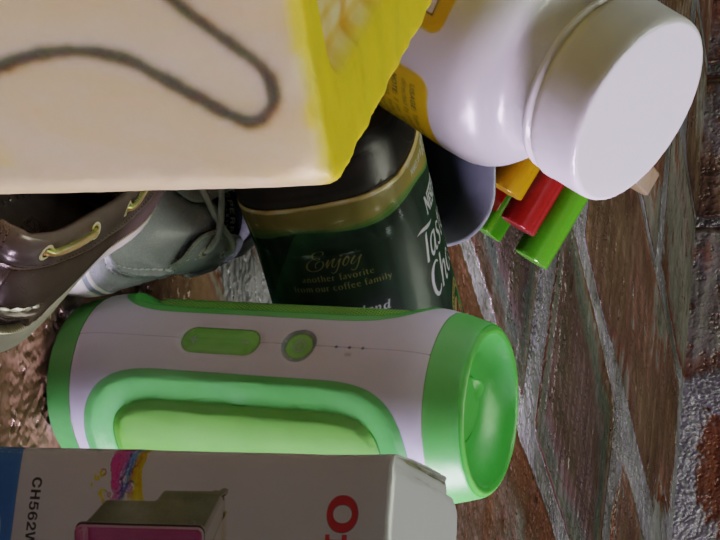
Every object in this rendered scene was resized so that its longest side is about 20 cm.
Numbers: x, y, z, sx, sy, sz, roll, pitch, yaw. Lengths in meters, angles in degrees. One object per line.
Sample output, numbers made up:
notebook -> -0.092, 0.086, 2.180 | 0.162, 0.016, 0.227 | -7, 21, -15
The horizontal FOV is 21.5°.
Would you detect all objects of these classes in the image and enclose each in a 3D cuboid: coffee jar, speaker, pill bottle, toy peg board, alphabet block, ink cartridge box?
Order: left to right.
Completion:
alphabet block -> -0.093, -0.151, 0.659 | 0.197, 0.198, 0.197 | -66, 151, -54
ink cartridge box -> -0.070, 0.143, 0.724 | 0.085, 0.198, 0.146 | 41, 50, -68
speaker -> -0.035, 0.055, 0.833 | 0.088, 0.198, 0.090 | 2, 90, -66
coffee jar -> 0.000, 0.000, 0.902 | 0.105, 0.084, 0.202 | -72, 151, -58
toy peg board -> 0.065, -0.094, 1.241 | 0.098, 0.199, 0.199 | -59, 150, -1
pill bottle -> 0.043, -0.113, 0.808 | 0.111, 0.199, 0.112 | -33, 143, -30

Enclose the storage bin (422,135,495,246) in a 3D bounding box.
storage bin -> -0.009, -0.116, 1.087 | 0.134, 0.144, 0.202 | -160, -112, -79

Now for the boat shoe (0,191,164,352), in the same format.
boat shoe -> -0.116, -0.044, 0.780 | 0.060, 0.072, 0.200 | -51, -175, 35

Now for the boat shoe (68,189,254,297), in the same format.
boat shoe -> -0.085, -0.032, 0.902 | 0.201, 0.071, 0.071 | -30, 118, -71
